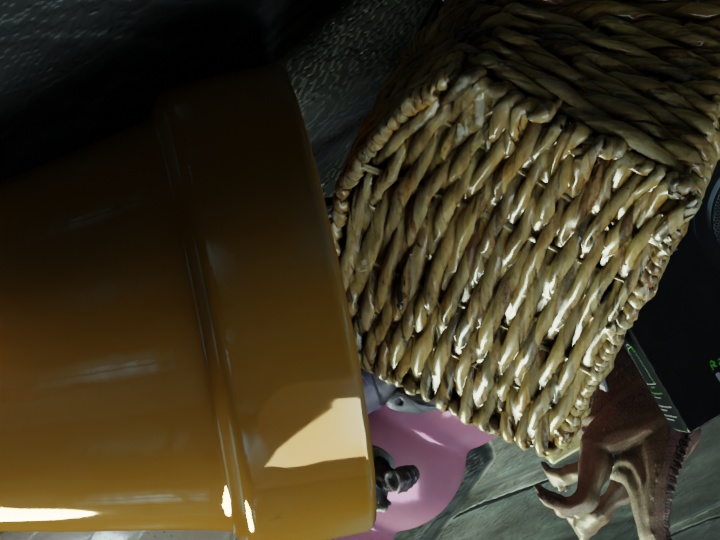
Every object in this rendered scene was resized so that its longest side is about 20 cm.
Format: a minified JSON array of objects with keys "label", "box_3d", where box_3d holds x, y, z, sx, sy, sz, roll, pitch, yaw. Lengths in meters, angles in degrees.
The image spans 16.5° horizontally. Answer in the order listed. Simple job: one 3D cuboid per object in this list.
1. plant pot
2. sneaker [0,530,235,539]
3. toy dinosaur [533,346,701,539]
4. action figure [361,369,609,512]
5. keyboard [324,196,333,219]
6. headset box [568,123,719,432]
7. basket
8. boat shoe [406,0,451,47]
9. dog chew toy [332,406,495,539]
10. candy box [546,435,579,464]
[{"label":"plant pot","box_3d":[-0.103,0.029,1.041,0.182,0.202,0.200,-12,158,-5]},{"label":"sneaker","box_3d":[-0.108,0.131,1.126,0.199,0.089,0.075,-32,177,-25]},{"label":"toy dinosaur","box_3d":[0.152,0.074,1.365,0.135,0.201,0.086,-33,130,8]},{"label":"action figure","box_3d":[0.017,0.049,1.208,0.198,0.070,0.131,-15,125,7]},{"label":"keyboard","box_3d":[0.000,0.000,1.225,0.198,0.021,0.128,-15,133,9]},{"label":"headset box","box_3d":[0.182,-0.049,1.230,0.173,0.201,0.093,-29,176,0]},{"label":"basket","box_3d":[0.073,-0.048,1.062,0.201,0.142,0.149,111,6,-50]},{"label":"boat shoe","box_3d":[0.065,-0.124,1.070,0.063,0.071,0.200,-4,139,-52]},{"label":"dog chew toy","box_3d":[0.012,0.082,1.329,0.201,0.124,0.124,-59,156,4]},{"label":"candy box","box_3d":[0.181,0.040,1.559,0.199,0.056,0.115,-30,-166,-5]}]
